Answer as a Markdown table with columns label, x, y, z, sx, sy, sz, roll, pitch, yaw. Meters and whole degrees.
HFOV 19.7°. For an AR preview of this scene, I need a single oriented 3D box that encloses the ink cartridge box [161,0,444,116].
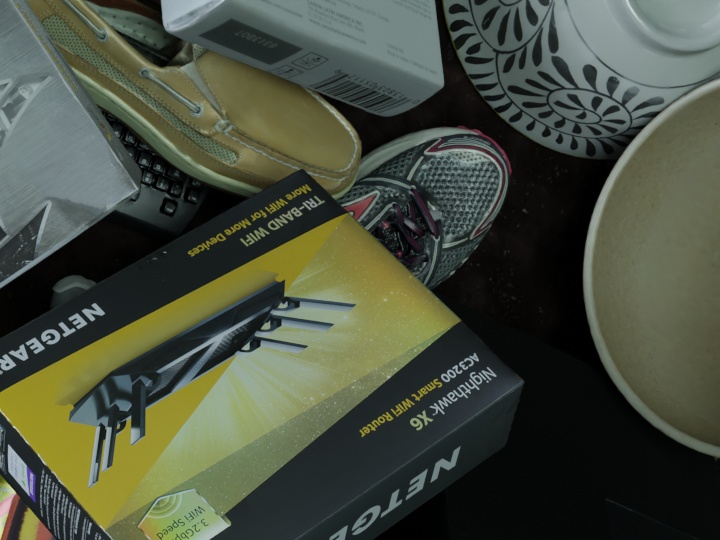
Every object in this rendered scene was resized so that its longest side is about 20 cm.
| label | x | y | z | sx | sy | sz | roll | pitch | yaw |
| --- | --- | --- | --- | --- | --- | --- | --- | --- | --- |
| ink cartridge box | -0.031 | -0.190 | 1.005 | 0.162 | 0.057 | 0.202 | 16 | 59 | -48 |

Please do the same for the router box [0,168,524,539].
| label | x | y | z | sx | sy | sz | roll | pitch | yaw |
| --- | --- | --- | --- | --- | --- | --- | --- | --- | --- |
| router box | -0.052 | 0.060 | 0.919 | 0.199 | 0.052 | 0.157 | -32 | 62 | -30 |

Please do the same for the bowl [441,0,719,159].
| label | x | y | z | sx | sy | sz | roll | pitch | yaw |
| --- | --- | --- | --- | --- | --- | --- | --- | --- | --- |
| bowl | 0.151 | -0.158 | 1.089 | 0.199 | 0.094 | 0.203 | -2 | 95 | -22 |

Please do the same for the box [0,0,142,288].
| label | x | y | z | sx | sy | sz | roll | pitch | yaw |
| --- | --- | --- | --- | --- | --- | --- | --- | --- | --- |
| box | -0.218 | -0.078 | 0.947 | 0.158 | 0.048 | 0.201 | -32 | 103 | 4 |

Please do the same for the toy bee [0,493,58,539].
| label | x | y | z | sx | sy | sz | roll | pitch | yaw |
| --- | --- | --- | --- | --- | --- | --- | --- | --- | --- |
| toy bee | -0.061 | 0.144 | 0.954 | 0.199 | 0.108 | 0.132 | 13 | 63 | -45 |

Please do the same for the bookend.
| label | x | y | z | sx | sy | sz | roll | pitch | yaw |
| --- | --- | --- | --- | --- | --- | --- | --- | --- | --- |
| bookend | 0.096 | 0.140 | 1.028 | 0.199 | 0.200 | 0.092 | 24 | 125 | -21 |

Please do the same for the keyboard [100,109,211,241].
| label | x | y | z | sx | sy | sz | roll | pitch | yaw |
| --- | --- | --- | --- | --- | --- | --- | --- | --- | --- |
| keyboard | -0.161 | -0.068 | 1.004 | 0.199 | 0.040 | 0.105 | 21 | 86 | -20 |

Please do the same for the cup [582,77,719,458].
| label | x | y | z | sx | sy | sz | roll | pitch | yaw |
| --- | --- | --- | --- | --- | --- | --- | --- | --- | --- |
| cup | 0.236 | 0.008 | 1.094 | 0.143 | 0.199 | 0.202 | 20 | 86 | -59 |

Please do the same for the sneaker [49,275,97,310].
| label | x | y | z | sx | sy | sz | roll | pitch | yaw |
| --- | --- | --- | --- | --- | --- | --- | --- | --- | --- |
| sneaker | -0.102 | 0.094 | 1.020 | 0.077 | 0.078 | 0.201 | -32 | 104 | -9 |

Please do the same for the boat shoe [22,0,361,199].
| label | x | y | z | sx | sy | sz | roll | pitch | yaw |
| --- | --- | --- | --- | --- | --- | --- | --- | --- | --- |
| boat shoe | -0.079 | -0.096 | 0.997 | 0.199 | 0.076 | 0.072 | 24 | 51 | -18 |

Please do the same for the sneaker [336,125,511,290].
| label | x | y | z | sx | sy | sz | roll | pitch | yaw |
| --- | --- | --- | --- | --- | --- | --- | --- | --- | --- |
| sneaker | 0.000 | 0.000 | 1.052 | 0.199 | 0.075 | 0.081 | -37 | 105 | -16 |

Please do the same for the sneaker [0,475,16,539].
| label | x | y | z | sx | sy | sz | roll | pitch | yaw |
| --- | --- | --- | --- | --- | --- | --- | --- | --- | --- |
| sneaker | -0.191 | 0.142 | 0.990 | 0.090 | 0.078 | 0.202 | 15 | 81 | -7 |
